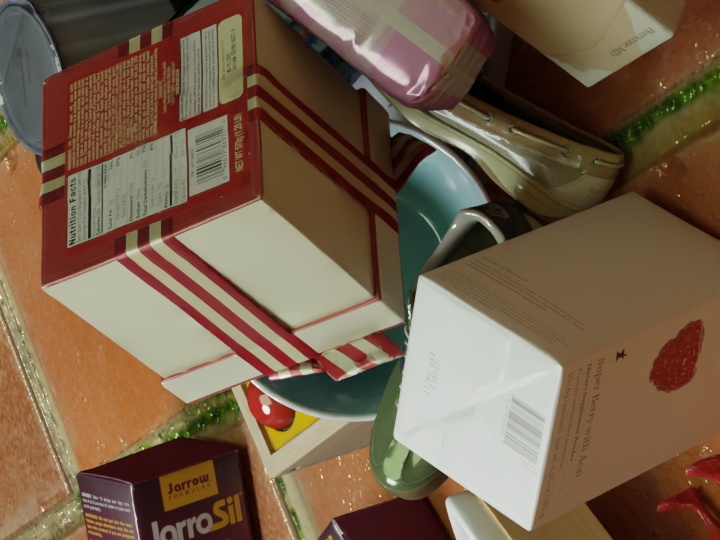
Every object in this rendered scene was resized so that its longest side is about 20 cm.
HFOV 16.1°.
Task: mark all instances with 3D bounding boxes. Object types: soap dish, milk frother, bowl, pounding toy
[{"bbox_3d":[0.143,0.221,1.675,0.200,0.081,0.157,53,172,26],"label":"soap dish"},{"bbox_3d":[-0.142,-0.126,1.878,0.200,0.188,0.181,19,120,53],"label":"milk frother"},{"bbox_3d":[0.000,0.000,1.714,0.105,0.200,0.201,21,-129,-85],"label":"bowl"},{"bbox_3d":[-0.054,0.035,1.865,0.184,0.142,0.200,-40,71,52],"label":"pounding toy"}]

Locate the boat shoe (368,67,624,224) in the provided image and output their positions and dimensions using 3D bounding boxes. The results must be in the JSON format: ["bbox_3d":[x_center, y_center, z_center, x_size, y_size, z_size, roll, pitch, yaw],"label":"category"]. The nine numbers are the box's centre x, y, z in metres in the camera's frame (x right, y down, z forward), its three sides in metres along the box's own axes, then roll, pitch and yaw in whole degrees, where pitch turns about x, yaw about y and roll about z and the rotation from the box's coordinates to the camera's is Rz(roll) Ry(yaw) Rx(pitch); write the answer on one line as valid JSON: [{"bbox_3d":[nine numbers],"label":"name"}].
[{"bbox_3d":[0.083,-0.109,1.665,0.201,0.073,0.063,41,117,18],"label":"boat shoe"}]

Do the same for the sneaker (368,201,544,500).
[{"bbox_3d":[0.048,0.045,1.605,0.067,0.090,0.201,26,89,25],"label":"sneaker"}]

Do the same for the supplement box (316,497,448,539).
[{"bbox_3d":[0.001,0.269,1.930,0.111,0.085,0.200,59,142,21],"label":"supplement box"}]

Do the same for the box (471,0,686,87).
[{"bbox_3d":[0.099,-0.208,1.522,0.200,0.078,0.095,34,147,-17],"label":"box"}]

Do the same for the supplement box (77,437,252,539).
[{"bbox_3d":[-0.151,0.251,2.097,0.086,0.110,0.201,5,107,52],"label":"supplement box"}]

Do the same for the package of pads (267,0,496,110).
[{"bbox_3d":[-0.014,-0.178,1.553,0.200,0.121,0.076,37,93,8],"label":"package of pads"}]

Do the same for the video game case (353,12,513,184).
[{"bbox_3d":[0.039,-0.184,1.756,0.182,0.022,0.200,37,131,41],"label":"video game case"}]

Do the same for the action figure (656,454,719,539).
[{"bbox_3d":[0.241,0.218,1.577,0.200,0.099,0.065,53,141,23],"label":"action figure"}]

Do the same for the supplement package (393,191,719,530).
[{"bbox_3d":[0.137,0.051,1.552,0.120,0.200,0.122,32,128,35],"label":"supplement package"}]

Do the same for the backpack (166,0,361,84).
[{"bbox_3d":[-0.084,-0.133,1.758,0.153,0.200,0.163,23,158,10],"label":"backpack"}]

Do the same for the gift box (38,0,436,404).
[{"bbox_3d":[-0.066,-0.036,1.543,0.200,0.187,0.185,-16,56,25],"label":"gift box"}]

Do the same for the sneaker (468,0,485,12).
[{"bbox_3d":[0.047,-0.219,1.637,0.199,0.076,0.081,11,112,14],"label":"sneaker"}]
